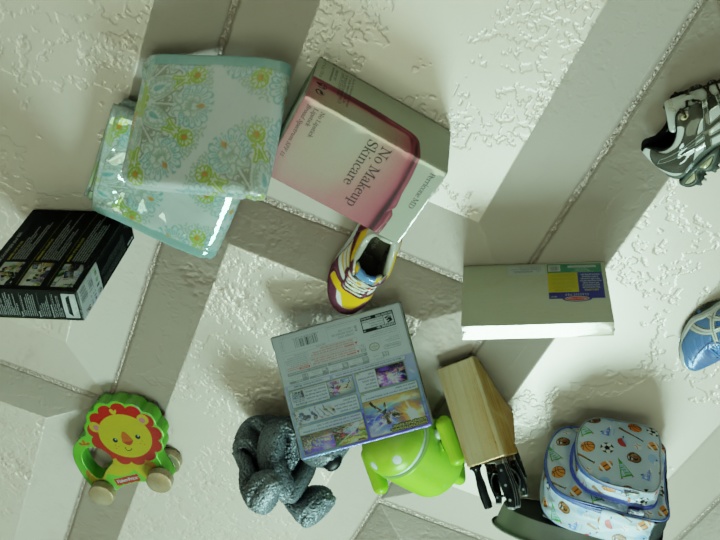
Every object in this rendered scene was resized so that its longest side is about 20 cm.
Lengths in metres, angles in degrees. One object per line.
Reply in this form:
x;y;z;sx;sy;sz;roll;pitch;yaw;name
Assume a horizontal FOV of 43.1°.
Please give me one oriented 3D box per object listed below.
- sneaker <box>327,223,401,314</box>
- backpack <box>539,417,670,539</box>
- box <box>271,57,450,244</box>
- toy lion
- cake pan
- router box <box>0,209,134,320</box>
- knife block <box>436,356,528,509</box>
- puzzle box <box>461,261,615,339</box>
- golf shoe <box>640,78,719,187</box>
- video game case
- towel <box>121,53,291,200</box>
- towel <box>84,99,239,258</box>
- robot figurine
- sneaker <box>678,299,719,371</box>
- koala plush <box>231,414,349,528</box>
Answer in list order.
0.000;0.000;1.258;0.074;0.090;0.201;19;127;-6;sneaker
0.370;0.320;1.386;0.188;0.200;0.155;3;121;15;backpack
-0.002;-0.148;1.140;0.199;0.109;0.128;27;124;-11;box
-0.410;0.298;1.561;0.198;0.069;0.193;-17;115;20;toy lion
0.312;0.411;1.469;0.198;0.200;0.037;11;89;0;cake pan
-0.413;-0.013;1.242;0.147;0.201;0.051;2;124;8;router box
0.185;0.255;1.364;0.064;0.176;0.201;-23;120;21;knife block
0.235;0.040;1.227;0.198;0.134;0.026;-2;126;10;puzzle box
0.411;-0.191;1.069;0.094;0.078;0.201;23;125;-9;golf shoe
-0.012;0.159;1.324;0.198;0.045;0.183;-16;85;6;video game case
-0.189;-0.176;1.108;0.198;0.173;0.048;6;171;18;towel
-0.261;-0.120;1.227;0.198;0.048;0.172;23;127;-9;towel
0.082;0.279;1.418;0.175;0.117;0.200;-26;137;31;robot figurine
0.517;0.078;1.250;0.075;0.077;0.200;28;126;-15;sneaker
-0.084;0.267;1.434;0.200;0.185;0.177;-40;140;17;koala plush
